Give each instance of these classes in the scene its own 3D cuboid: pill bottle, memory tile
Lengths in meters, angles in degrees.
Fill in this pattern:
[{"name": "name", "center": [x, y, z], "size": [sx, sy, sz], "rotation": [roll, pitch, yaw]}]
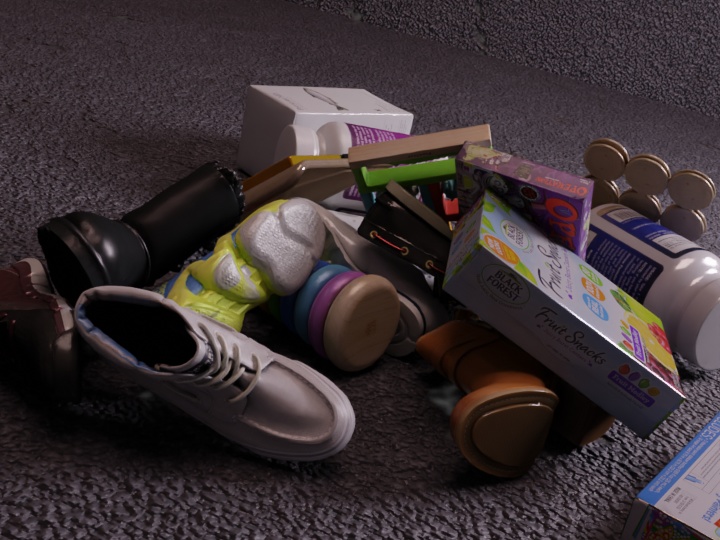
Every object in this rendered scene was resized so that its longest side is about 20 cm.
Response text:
[{"name": "pill bottle", "center": [0.315, 0.016, 0.972], "size": [0.115, 0.116, 0.200], "rotation": [-1, 26, -30]}, {"name": "memory tile", "center": [0.323, -0.056, 1.063], "size": [0.153, 0.200, 0.017], "rotation": [23, 54, 25]}, {"name": "pill bottle", "center": [-0.001, -0.123, 1.127], "size": [0.199, 0.113, 0.112], "rotation": [7, 22, -24]}]

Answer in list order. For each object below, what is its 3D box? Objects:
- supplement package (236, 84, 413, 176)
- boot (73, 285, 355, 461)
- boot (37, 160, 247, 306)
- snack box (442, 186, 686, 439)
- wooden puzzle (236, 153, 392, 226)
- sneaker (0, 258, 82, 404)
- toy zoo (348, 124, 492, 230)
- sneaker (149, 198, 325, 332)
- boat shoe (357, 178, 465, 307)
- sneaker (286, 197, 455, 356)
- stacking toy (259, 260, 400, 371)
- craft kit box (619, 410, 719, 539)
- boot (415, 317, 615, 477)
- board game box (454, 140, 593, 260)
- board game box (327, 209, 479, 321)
[{"name": "supplement package", "center": [-0.048, -0.176, 1.236], "size": [0.199, 0.118, 0.117], "rotation": [-8, 32, -39]}, {"name": "boot", "center": [-0.099, 0.071, 0.613], "size": [0.199, 0.074, 0.096], "rotation": [21, -11, 5]}, {"name": "boot", "center": [-0.164, -0.032, 0.723], "size": [0.162, 0.073, 0.198], "rotation": [-35, -1, -21]}, {"name": "snack box", "center": [0.163, 0.029, 0.743], "size": [0.200, 0.053, 0.142], "rotation": [36, 23, -6]}, {"name": "wooden puzzle", "center": [-0.077, -0.085, 0.960], "size": [0.185, 0.037, 0.200], "rotation": [-22, -1, 34]}, {"name": "sneaker", "center": [-0.271, 0.049, 0.656], "size": [0.115, 0.076, 0.200], "rotation": [-6, 18, -28]}, {"name": "toy zoo", "center": [0.073, -0.059, 0.893], "size": [0.131, 0.200, 0.021], "rotation": [-8, 55, 11]}, {"name": "sneaker", "center": [-0.118, 0.005, 0.759], "size": [0.105, 0.076, 0.200], "rotation": [-4, 29, 43]}, {"name": "boat shoe", "center": [0.089, 0.001, 0.834], "size": [0.201, 0.063, 0.074], "rotation": [36, 7, -5]}, {"name": "sneaker", "center": [0.000, 0.000, 0.873], "size": [0.200, 0.077, 0.080], "rotation": [44, 40, 19]}, {"name": "stacking toy", "center": [-0.063, 0.018, 0.829], "size": [0.200, 0.086, 0.085], "rotation": [22, 23, 38]}, {"name": "craft kit box", "center": [0.316, 0.190, 0.654], "size": [0.197, 0.049, 0.200], "rotation": [24, 25, 32]}, {"name": "boot", "center": [0.098, 0.091, 0.740], "size": [0.200, 0.074, 0.155], "rotation": [6, 21, -47]}, {"name": "board game box", "center": [0.149, -0.029, 0.847], "size": [0.120, 0.200, 0.032], "rotation": [17, 60, 21]}, {"name": "board game box", "center": [0.028, -0.008, 0.996], "size": [0.199, 0.026, 0.200], "rotation": [11, 22, -3]}]
